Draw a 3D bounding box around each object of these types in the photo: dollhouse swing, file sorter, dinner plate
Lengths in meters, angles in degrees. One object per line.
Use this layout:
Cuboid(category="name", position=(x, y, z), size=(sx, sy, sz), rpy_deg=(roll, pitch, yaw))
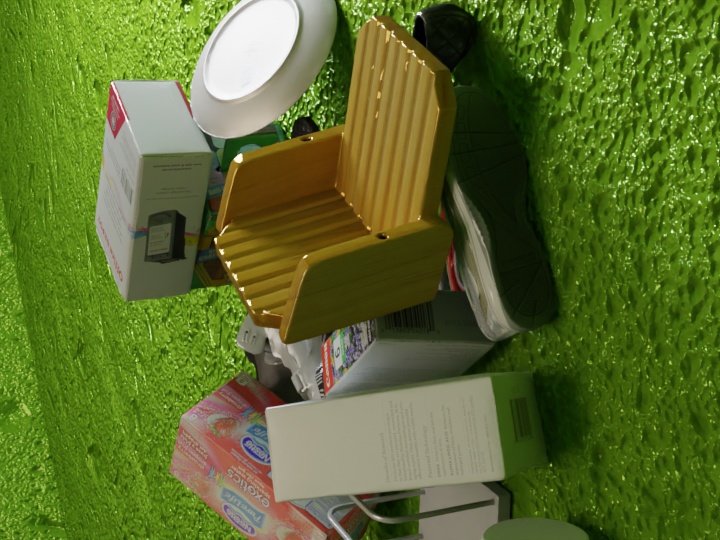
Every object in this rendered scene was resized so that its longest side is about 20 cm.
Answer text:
Cuboid(category="dollhouse swing", position=(-0.029, -0.084, 1.004), size=(0.200, 0.180, 0.177), rpy_deg=(-125, 23, -52))
Cuboid(category="file sorter", position=(0.043, 0.275, 1.128), size=(0.139, 0.123, 0.202), rpy_deg=(-149, 56, -61))
Cuboid(category="dinner plate", position=(-0.110, -0.230, 1.316), size=(0.199, 0.024, 0.202), rpy_deg=(-20, 54, 31))

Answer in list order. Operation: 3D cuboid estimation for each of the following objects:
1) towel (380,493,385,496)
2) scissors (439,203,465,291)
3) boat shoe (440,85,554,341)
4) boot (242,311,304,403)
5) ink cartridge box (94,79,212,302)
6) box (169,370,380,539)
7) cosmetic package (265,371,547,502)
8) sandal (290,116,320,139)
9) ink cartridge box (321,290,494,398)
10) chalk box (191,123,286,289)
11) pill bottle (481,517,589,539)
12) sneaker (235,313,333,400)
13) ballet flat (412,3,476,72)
Cuboid(category="towel", position=(-0.007, 0.140, 1.324), size=(0.147, 0.024, 0.201), rpy_deg=(118, 138, -53))
Cuboid(category="scissors", position=(0.075, -0.067, 1.106), size=(0.073, 0.014, 0.202), rpy_deg=(160, 101, -66))
Cuboid(category="boat shoe", position=(0.096, -0.046, 0.997), size=(0.065, 0.074, 0.204), rpy_deg=(-29, 76, 58))
Cuboid(category="boot", position=(-0.076, 0.077, 1.355), size=(0.200, 0.069, 0.132), rpy_deg=(54, 140, 37))
Cuboid(category="ink cartridge box", position=(-0.234, -0.090, 1.399), size=(0.148, 0.085, 0.201), rpy_deg=(-120, 33, -41))
Cuboid(category="box", position=(-0.088, 0.213, 1.288), size=(0.199, 0.102, 0.095), rpy_deg=(35, 132, 19))
Cuboid(category="cosmetic package", position=(0.035, 0.133, 1.005), size=(0.198, 0.113, 0.082), rpy_deg=(-12, 83, 25))
Cuboid(category="sandal", position=(-0.015, -0.067, 1.277), size=(0.202, 0.048, 0.075), rpy_deg=(63, 150, 13))
Cuboid(category="ink cartridge box", position=(0.027, 0.078, 1.108), size=(0.200, 0.108, 0.051), rpy_deg=(129, 139, -58))
Cuboid(category="chalk box", position=(-0.142, -0.085, 1.447), size=(0.200, 0.123, 0.125), rpy_deg=(119, 138, -54))
Cuboid(category="pill bottle", position=(0.133, 0.297, 0.950), size=(0.111, 0.110, 0.202), rpy_deg=(-163, 68, -63))
Cuboid(category="sneaker", position=(-0.058, 0.096, 1.260), size=(0.114, 0.075, 0.202), rpy_deg=(-14, 65, 22))
Cuboid(category="ballet flat", position=(0.033, -0.154, 1.093), size=(0.201, 0.056, 0.067), rpy_deg=(-58, 42, 39))
